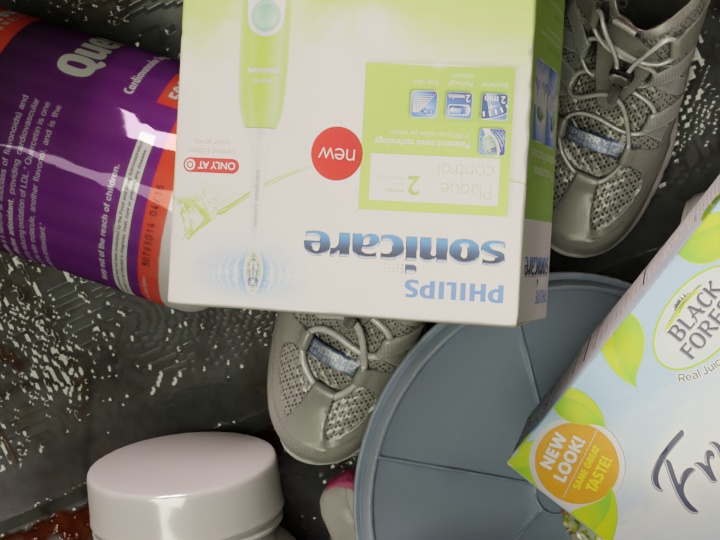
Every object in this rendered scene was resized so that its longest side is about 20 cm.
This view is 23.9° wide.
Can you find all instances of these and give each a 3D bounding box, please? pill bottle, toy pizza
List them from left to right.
[{"bbox_3d":[-0.146,-0.060,0.814,0.199,0.112,0.113,18,107,8],"label":"pill bottle"},{"bbox_3d":[-0.080,0.191,0.858,0.114,0.114,0.201,-1,103,14],"label":"pill bottle"},{"bbox_3d":[0.088,0.099,0.805,0.199,0.032,0.201,-3,100,-19],"label":"toy pizza"}]

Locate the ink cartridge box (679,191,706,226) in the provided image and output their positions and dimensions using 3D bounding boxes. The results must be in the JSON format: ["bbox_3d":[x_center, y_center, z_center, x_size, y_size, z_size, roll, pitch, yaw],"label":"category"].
[{"bbox_3d":[0.241,0.049,0.762,0.144,0.085,0.201,-17,100,17],"label":"ink cartridge box"}]

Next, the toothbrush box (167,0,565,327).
[{"bbox_3d":[0.006,-0.082,0.699,0.145,0.086,0.201,4,93,14],"label":"toothbrush box"}]

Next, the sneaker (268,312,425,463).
[{"bbox_3d":[0.000,0.000,0.797,0.074,0.082,0.201,22,103,9],"label":"sneaker"}]

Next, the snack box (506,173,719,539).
[{"bbox_3d":[0.186,0.049,0.696,0.168,0.068,0.200,38,108,3],"label":"snack box"}]

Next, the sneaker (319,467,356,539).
[{"bbox_3d":[0.015,0.197,0.854,0.088,0.081,0.201,-19,97,15],"label":"sneaker"}]

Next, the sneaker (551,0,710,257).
[{"bbox_3d":[0.112,-0.100,0.758,0.074,0.082,0.201,15,106,9],"label":"sneaker"}]

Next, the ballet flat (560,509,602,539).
[{"bbox_3d":[0.161,0.166,0.789,0.200,0.076,0.064,32,105,-17],"label":"ballet flat"}]
